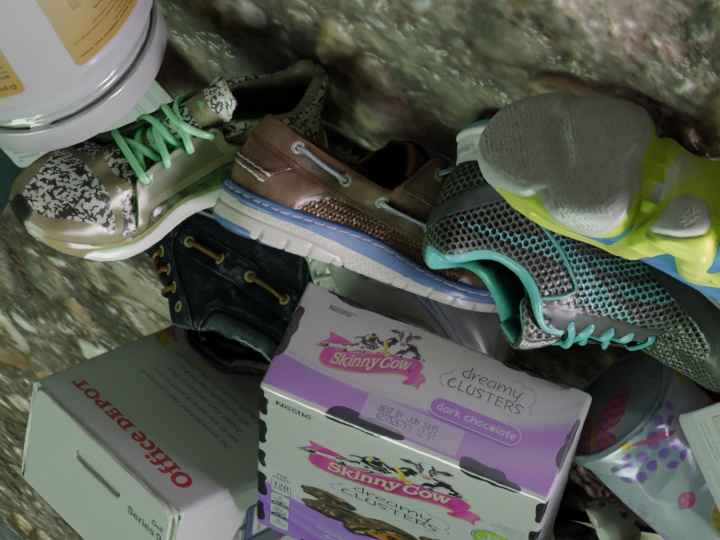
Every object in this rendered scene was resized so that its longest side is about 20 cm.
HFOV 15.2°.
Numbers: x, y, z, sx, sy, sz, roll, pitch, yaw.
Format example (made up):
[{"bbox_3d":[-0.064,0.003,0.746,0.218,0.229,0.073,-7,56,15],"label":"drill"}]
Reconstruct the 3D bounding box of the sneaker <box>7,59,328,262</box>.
[{"bbox_3d":[-0.098,-0.072,1.440,0.077,0.199,0.089,52,145,25],"label":"sneaker"}]

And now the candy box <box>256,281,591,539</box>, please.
[{"bbox_3d":[0.030,0.107,1.505,0.167,0.072,0.200,22,154,9],"label":"candy box"}]

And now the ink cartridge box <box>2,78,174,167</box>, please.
[{"bbox_3d":[-0.203,-0.150,1.575,0.173,0.044,0.200,-9,133,44],"label":"ink cartridge box"}]

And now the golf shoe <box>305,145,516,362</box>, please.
[{"bbox_3d":[0.000,0.000,1.531,0.200,0.097,0.078,34,160,2],"label":"golf shoe"}]

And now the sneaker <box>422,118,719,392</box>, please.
[{"bbox_3d":[0.113,0.013,1.405,0.200,0.091,0.078,36,159,-7],"label":"sneaker"}]

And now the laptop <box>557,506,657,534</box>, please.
[{"bbox_3d":[0.084,0.096,1.730,0.187,0.116,0.201,3,114,51],"label":"laptop"}]

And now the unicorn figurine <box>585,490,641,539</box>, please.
[{"bbox_3d":[0.158,0.196,1.560,0.137,0.074,0.200,-4,-133,-51],"label":"unicorn figurine"}]

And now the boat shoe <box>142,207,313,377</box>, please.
[{"bbox_3d":[-0.104,0.002,1.685,0.200,0.091,0.071,17,153,36],"label":"boat shoe"}]

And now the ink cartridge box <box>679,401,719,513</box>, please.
[{"bbox_3d":[0.260,0.121,1.370,0.163,0.050,0.200,66,153,3],"label":"ink cartridge box"}]

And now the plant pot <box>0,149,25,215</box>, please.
[{"bbox_3d":[-0.326,-0.082,1.704,0.200,0.197,0.196,36,159,-26],"label":"plant pot"}]

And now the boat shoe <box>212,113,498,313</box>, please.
[{"bbox_3d":[0.023,-0.031,1.447,0.199,0.073,0.072,15,-168,-29],"label":"boat shoe"}]

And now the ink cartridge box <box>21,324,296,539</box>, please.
[{"bbox_3d":[-0.090,0.107,1.678,0.145,0.200,0.088,39,131,31],"label":"ink cartridge box"}]

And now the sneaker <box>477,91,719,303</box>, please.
[{"bbox_3d":[0.151,-0.019,1.308,0.199,0.076,0.105,20,155,28],"label":"sneaker"}]

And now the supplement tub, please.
[{"bbox_3d":[-0.191,-0.168,1.381,0.144,0.145,0.200,19,154,32],"label":"supplement tub"}]

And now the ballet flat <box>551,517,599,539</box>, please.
[{"bbox_3d":[0.116,0.183,1.692,0.066,0.057,0.200,7,174,18],"label":"ballet flat"}]

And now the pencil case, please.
[{"bbox_3d":[0.206,0.132,1.537,0.200,0.083,0.091,43,-178,-22],"label":"pencil case"}]
